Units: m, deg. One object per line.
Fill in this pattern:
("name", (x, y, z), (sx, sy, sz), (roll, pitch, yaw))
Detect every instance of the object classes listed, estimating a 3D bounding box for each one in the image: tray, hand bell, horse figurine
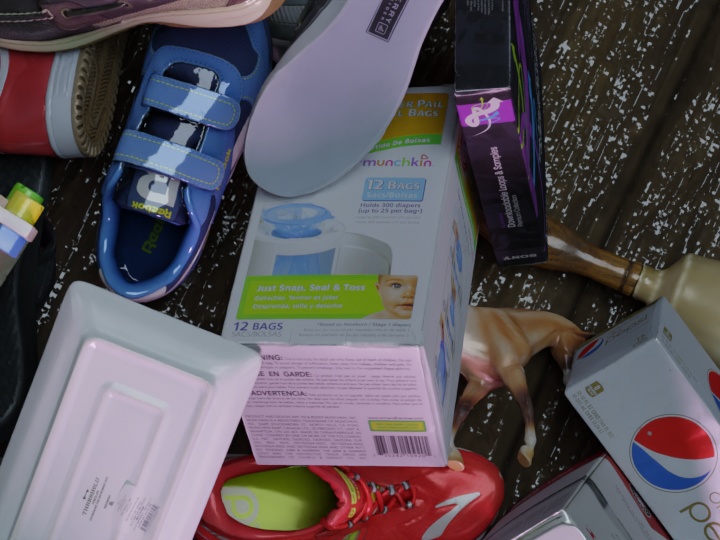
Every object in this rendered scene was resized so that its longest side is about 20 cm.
("tray", (-0.134, 0.116, 1.098), (0.107, 0.022, 0.201), (21, 100, -4))
("hand bell", (0.159, 0.001, 1.300), (0.199, 0.104, 0.105), (23, 73, 4))
("horse figurine", (0.038, 0.050, 1.254), (0.199, 0.050, 0.133), (15, 48, 3))

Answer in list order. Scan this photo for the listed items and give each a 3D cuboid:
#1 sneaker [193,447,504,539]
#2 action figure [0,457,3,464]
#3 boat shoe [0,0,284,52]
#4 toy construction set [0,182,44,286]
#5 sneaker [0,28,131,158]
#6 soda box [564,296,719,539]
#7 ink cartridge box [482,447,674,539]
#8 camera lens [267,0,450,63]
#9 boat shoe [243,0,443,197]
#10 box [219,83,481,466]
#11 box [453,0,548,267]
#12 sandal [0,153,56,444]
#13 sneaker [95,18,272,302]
("sneaker", (-0.007, 0.136, 1.219), (0.199, 0.085, 0.078), (-3, 79, -14))
("action figure", (-0.187, 0.152, 1.167), (0.199, 0.102, 0.119), (-34, 100, 10))
("boat shoe", (-0.135, -0.166, 1.149), (0.199, 0.065, 0.074), (-6, 62, 20))
("toy construction set", (-0.251, -0.055, 1.143), (0.092, 0.131, 0.200), (-44, 76, -2))
("sneaker", (-0.192, -0.148, 1.242), (0.112, 0.071, 0.201), (-2, 52, 14))
("soda box", (0.205, 0.118, 1.254), (0.068, 0.064, 0.200), (-33, 103, 23))
("ink cartridge box", (0.132, 0.192, 1.177), (0.083, 0.200, 0.147), (-32, 86, 15))
("camera lens", (-0.029, -0.234, 1.210), (0.159, 0.200, 0.161), (-7, 50, 9))
("boat shoe", (-0.002, -0.134, 1.149), (0.070, 0.066, 0.201), (24, 105, -14))
("box", (0.000, 0.000, 1.185), (0.112, 0.102, 0.201), (0, 47, 12))
("box", (0.081, -0.110, 1.222), (0.036, 0.200, 0.144), (-3, 63, 8))
("sandal", (-0.205, 0.011, 1.208), (0.075, 0.048, 0.202), (-11, 60, 20))
("sneaker", (-0.101, -0.070, 1.198), (0.074, 0.082, 0.201), (16, 108, 3))
